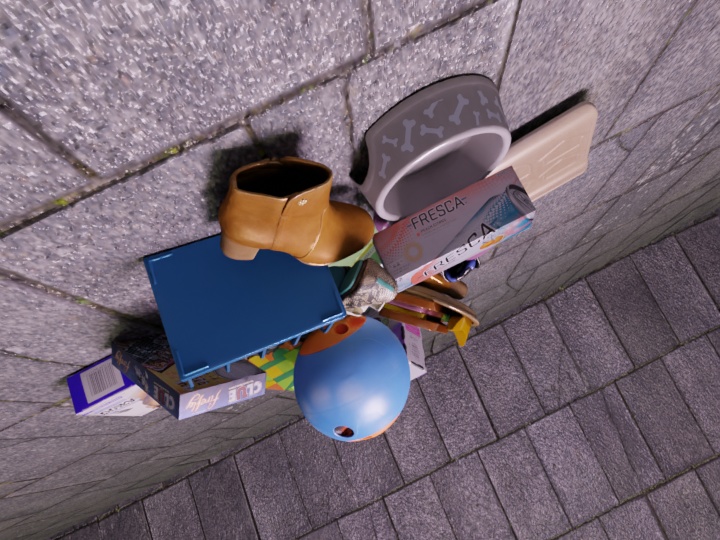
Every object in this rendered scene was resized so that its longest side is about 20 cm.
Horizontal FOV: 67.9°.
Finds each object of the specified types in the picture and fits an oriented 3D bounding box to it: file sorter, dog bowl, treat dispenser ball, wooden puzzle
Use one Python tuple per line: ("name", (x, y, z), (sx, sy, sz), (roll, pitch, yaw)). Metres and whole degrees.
("file sorter", (-0.139, 0.039, 0.658), (0.195, 0.142, 0.123), (-19, 167, -19))
("dog bowl", (0.085, -0.129, 0.619), (0.196, 0.060, 0.201), (-25, 164, -7))
("treat dispenser ball", (-0.015, 0.176, 0.890), (0.196, 0.205, 0.202), (-23, 164, -7))
("wooden puzzle", (0.259, -0.163, 0.810), (0.182, 0.047, 0.199), (-30, 158, 12))

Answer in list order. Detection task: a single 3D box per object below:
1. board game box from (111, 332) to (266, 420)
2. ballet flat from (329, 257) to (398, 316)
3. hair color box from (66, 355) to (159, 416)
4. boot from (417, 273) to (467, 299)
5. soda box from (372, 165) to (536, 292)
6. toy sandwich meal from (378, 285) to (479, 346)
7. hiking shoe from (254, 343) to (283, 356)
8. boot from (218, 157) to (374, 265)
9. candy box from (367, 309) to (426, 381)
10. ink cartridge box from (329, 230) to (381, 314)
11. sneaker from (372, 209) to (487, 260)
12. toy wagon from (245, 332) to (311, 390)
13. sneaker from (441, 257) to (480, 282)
("board game box", (-0.244, 0.137, 0.753), (0.197, 0.036, 0.133), (18, -164, 41))
("ballet flat", (-0.007, 0.029, 0.692), (0.074, 0.069, 0.199), (29, 165, -16))
("hair color box", (-0.377, 0.192, 0.894), (0.107, 0.066, 0.200), (-26, 165, -1))
("boot", (0.096, -0.002, 1.005), (0.142, 0.073, 0.200), (27, 174, -31))
("soda box", (0.115, -0.049, 0.675), (0.196, 0.070, 0.064), (-27, 161, 4))
("toy sandwich meal", (0.122, 0.082, 0.973), (0.205, 0.200, 0.072), (91, 21, -81))
("hiking shoe", (-0.149, 0.072, 0.879), (0.197, 0.077, 0.100), (-29, 134, 23))
("boot", (-0.048, -0.062, 0.560), (0.196, 0.073, 0.144), (-9, 162, -27))
("candy box", (0.052, 0.154, 1.168), (0.071, 0.204, 0.166), (30, 130, -34))
("ink cartridge box", (0.000, 0.000, 0.835), (0.146, 0.048, 0.199), (-49, 158, 14))
("sneaker", (0.103, -0.080, 0.773), (0.195, 0.091, 0.080), (11, 148, -26))
("toy wagon", (-0.123, 0.152, 0.992), (0.196, 0.040, 0.156), (-27, 128, 17))
("sneaker", (0.149, -0.033, 0.906), (0.079, 0.118, 0.199), (-26, 164, 11))
